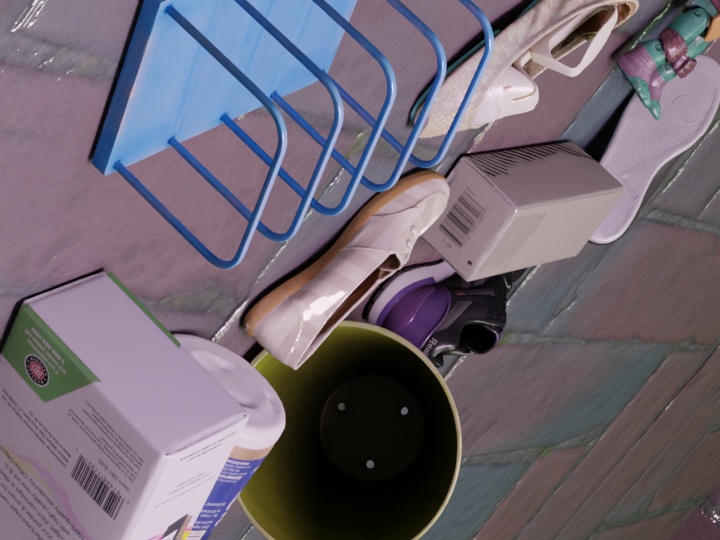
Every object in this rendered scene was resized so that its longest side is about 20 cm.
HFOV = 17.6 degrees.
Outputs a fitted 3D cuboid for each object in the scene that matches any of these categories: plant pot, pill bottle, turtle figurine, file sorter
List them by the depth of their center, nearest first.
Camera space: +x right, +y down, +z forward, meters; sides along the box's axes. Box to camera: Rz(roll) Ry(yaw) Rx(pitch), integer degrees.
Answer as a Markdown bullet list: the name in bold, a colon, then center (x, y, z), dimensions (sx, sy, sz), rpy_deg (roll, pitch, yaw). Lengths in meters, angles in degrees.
- **file sorter**: center (-0.036, -0.107, 1.393), dimensions (0.200, 0.123, 0.139), rpy_deg (-29, 154, -42)
- **pill bottle**: center (-0.149, 0.154, 1.673), dimensions (0.200, 0.111, 0.111), rpy_deg (-55, 159, 21)
- **plant pot**: center (-0.003, 0.131, 1.872), dimensions (0.187, 0.187, 0.200), rpy_deg (-48, 175, 5)
- **turtle figurine**: center (0.311, -0.208, 1.938), dimensions (0.199, 0.101, 0.150), rpy_deg (-34, 147, 10)

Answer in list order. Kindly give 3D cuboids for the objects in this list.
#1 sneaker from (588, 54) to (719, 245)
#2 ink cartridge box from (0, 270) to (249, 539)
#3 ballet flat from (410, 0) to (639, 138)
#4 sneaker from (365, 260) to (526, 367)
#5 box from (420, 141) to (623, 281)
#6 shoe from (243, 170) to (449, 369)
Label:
- **sneaker**: center (0.247, -0.105, 2.067), dimensions (0.201, 0.071, 0.099), rpy_deg (-55, 180, -9)
- **ink cartridge box**: center (-0.178, 0.126, 1.512), dimensions (0.084, 0.145, 0.201), rpy_deg (-23, 150, -47)
- **ballet flat**: center (0.125, -0.156, 1.711), dimensions (0.200, 0.062, 0.068), rpy_deg (-42, 159, -11)
- **sneaker**: center (0.094, 0.034, 1.970), dimensions (0.200, 0.088, 0.076), rpy_deg (-24, 150, -47)
- **box**: center (0.133, -0.051, 1.918), dimensions (0.082, 0.068, 0.200), rpy_deg (-55, 159, 24)
- **shoe**: center (0.000, 0.000, 1.767), dimensions (0.200, 0.053, 0.070), rpy_deg (-40, 159, -18)
